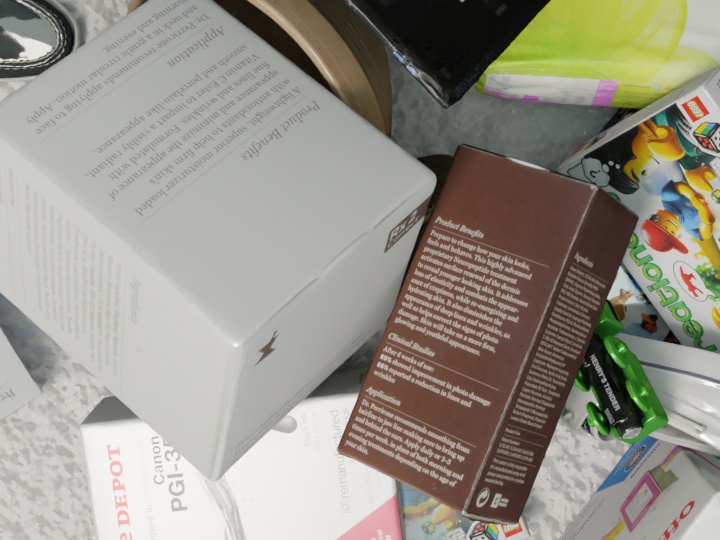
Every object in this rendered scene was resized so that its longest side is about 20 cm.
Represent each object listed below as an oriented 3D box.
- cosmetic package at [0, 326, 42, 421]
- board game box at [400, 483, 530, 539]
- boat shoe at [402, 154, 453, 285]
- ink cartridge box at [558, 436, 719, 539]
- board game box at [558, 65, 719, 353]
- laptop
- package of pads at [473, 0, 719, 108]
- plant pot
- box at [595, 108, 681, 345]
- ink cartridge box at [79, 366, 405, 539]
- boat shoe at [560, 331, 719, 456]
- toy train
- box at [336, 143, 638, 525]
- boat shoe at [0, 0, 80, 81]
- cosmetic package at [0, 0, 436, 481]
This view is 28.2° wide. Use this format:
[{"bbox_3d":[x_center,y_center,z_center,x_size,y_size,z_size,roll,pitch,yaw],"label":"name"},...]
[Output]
[{"bbox_3d":[-0.336,0.073,0.943,0.200,0.052,0.151,-33,92,-23],"label":"cosmetic package"},{"bbox_3d":[0.003,0.163,1.003,0.199,0.035,0.127,-24,96,4],"label":"board game box"},{"bbox_3d":[0.000,0.001,0.969,0.200,0.072,0.068,-40,125,10],"label":"boat shoe"},{"bbox_3d":[0.197,0.191,0.920,0.085,0.200,0.145,36,96,-4],"label":"ink cartridge box"},{"bbox_3d":[0.229,-0.015,0.894,0.200,0.035,0.126,53,139,-5],"label":"board game box"},{"bbox_3d":[-0.012,-0.175,0.836,0.200,0.177,0.103,46,130,-4],"label":"laptop"},{"bbox_3d":[0.170,-0.182,0.921,0.199,0.068,0.155,3,81,1],"label":"package of pads"},{"bbox_3d":[-0.048,-0.123,0.914,0.201,0.201,0.093,49,58,-5],"label":"plant pot"},{"bbox_3d":[0.214,-0.002,0.976,0.200,0.038,0.137,40,96,-4],"label":"box"},{"bbox_3d":[-0.073,0.151,0.944,0.199,0.083,0.147,-7,97,2],"label":"ink cartridge box"},{"bbox_3d":[0.156,0.078,0.925,0.074,0.199,0.066,39,66,-45],"label":"boat shoe"},{"bbox_3d":[0.134,0.018,0.892,0.042,0.056,0.201,-34,60,22],"label":"toy train"},{"bbox_3d":[0.075,0.037,0.846,0.100,0.075,0.201,22,90,36],"label":"box"},{"bbox_3d":[-0.288,-0.169,0.948,0.199,0.060,0.076,9,98,0],"label":"boat shoe"},{"bbox_3d":[-0.093,-0.023,0.833,0.200,0.165,0.165,40,58,15],"label":"cosmetic package"}]
